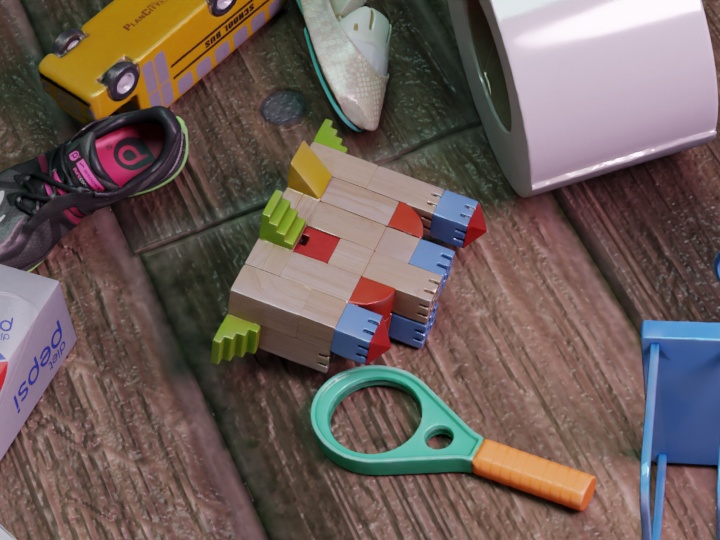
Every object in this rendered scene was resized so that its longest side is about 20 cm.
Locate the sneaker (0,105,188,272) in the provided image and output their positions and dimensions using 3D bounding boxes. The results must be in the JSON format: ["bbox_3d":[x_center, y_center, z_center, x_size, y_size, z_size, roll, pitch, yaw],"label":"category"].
[{"bbox_3d":[-0.211,-0.063,1.811,0.200,0.084,0.077,-35,82,-18],"label":"sneaker"}]

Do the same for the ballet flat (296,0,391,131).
[{"bbox_3d":[-0.011,-0.189,1.897,0.062,0.067,0.200,-37,48,19],"label":"ballet flat"}]

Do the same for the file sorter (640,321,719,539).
[{"bbox_3d":[0.270,0.122,1.555,0.200,0.139,0.123,2,53,11],"label":"file sorter"}]

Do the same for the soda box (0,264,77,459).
[{"bbox_3d":[-0.268,0.091,1.712,0.063,0.068,0.200,16,54,20],"label":"soda box"}]

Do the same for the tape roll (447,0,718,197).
[{"bbox_3d":[0.151,-0.165,1.774,0.139,0.203,0.203,-17,51,-5],"label":"tape roll"}]

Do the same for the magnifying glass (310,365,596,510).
[{"bbox_3d":[0.059,0.115,1.675,0.200,0.022,0.080,19,56,21],"label":"magnifying glass"}]

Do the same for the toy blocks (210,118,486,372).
[{"bbox_3d":[0.000,0.000,1.741,0.137,0.100,0.200,21,50,8],"label":"toy blocks"}]

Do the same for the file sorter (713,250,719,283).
[{"bbox_3d":[0.349,-0.033,1.654,0.200,0.139,0.123,-36,78,-20],"label":"file sorter"}]

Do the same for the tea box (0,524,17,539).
[{"bbox_3d":[-0.276,0.252,1.538,0.200,0.134,0.197,-40,57,-23],"label":"tea box"}]

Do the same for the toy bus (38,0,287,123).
[{"bbox_3d":[-0.146,-0.178,1.906,0.065,0.078,0.200,32,62,28],"label":"toy bus"}]
